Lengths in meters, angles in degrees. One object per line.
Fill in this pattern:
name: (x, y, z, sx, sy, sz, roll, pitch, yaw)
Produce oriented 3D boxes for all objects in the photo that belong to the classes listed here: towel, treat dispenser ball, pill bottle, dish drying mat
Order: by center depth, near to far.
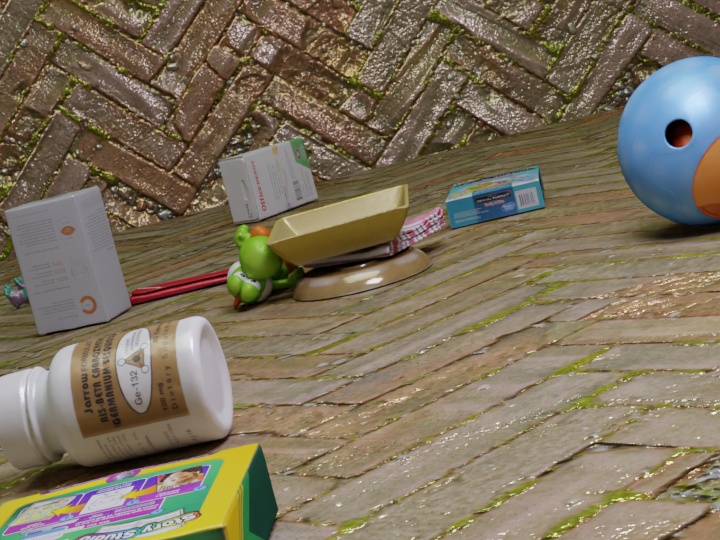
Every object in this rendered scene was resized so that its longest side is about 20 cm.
pill bottle: (-0.226, 0.117, 1.343, 0.199, 0.115, 0.114, -13, 9, 7)
treat dispenser ball: (0.408, -0.154, 1.757, 0.200, 0.202, 0.201, -14, 9, 2)
towel: (0.021, -0.046, 2.101, 0.146, 0.030, 0.200, -10, 9, 30)
dish drying mat: (-0.274, 0.020, 2.375, 0.199, 0.018, 0.077, -14, 8, 6)

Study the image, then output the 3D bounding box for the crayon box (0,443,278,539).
crayon box: (-0.166, 0.187, 0.987, 0.199, 0.059, 0.173, -14, 10, 6)

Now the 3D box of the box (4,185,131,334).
box: (-0.452, -0.016, 2.282, 0.124, 0.201, 0.097, -11, 9, 17)

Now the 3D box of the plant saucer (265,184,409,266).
plant saucer: (-0.023, -0.059, 2.042, 0.199, 0.049, 0.200, -15, 12, 5)

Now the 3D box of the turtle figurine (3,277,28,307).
turtle figurine: (-0.553, -0.002, 2.711, 0.199, 0.101, 0.150, -28, -9, 11)

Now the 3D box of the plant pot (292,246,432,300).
plant pot: (0.000, 0.000, 2.026, 0.199, 0.028, 0.200, -14, 9, 2)

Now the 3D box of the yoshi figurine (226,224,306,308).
yoshi figurine: (-0.135, -0.014, 2.086, 0.112, 0.112, 0.200, -6, 13, 9)

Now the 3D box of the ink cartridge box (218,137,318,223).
ink cartridge box: (-0.202, -0.197, 3.228, 0.087, 0.146, 0.200, -8, 11, 40)

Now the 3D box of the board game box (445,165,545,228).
board game box: (0.220, -0.121, 2.376, 0.150, 0.047, 0.200, -13, 9, 9)
